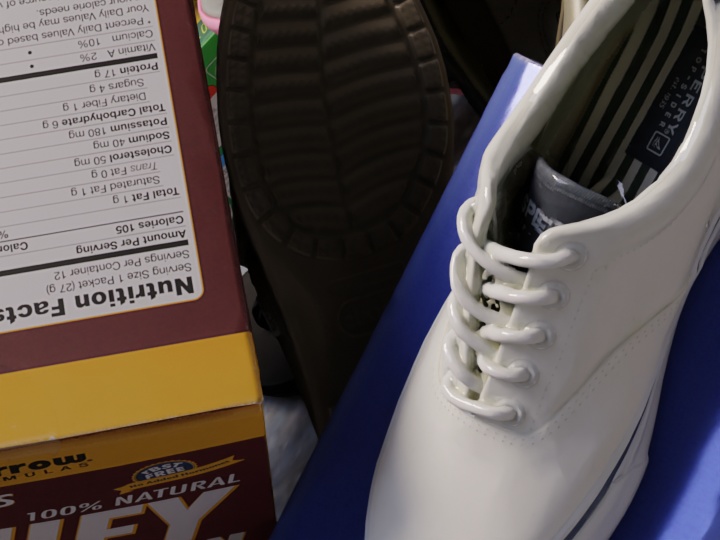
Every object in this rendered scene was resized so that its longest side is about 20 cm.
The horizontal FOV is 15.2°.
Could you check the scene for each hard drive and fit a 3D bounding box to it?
[{"bbox_3d":[0.050,0.055,0.736,0.132,0.025,0.200,29,93,34],"label":"hard drive"}]

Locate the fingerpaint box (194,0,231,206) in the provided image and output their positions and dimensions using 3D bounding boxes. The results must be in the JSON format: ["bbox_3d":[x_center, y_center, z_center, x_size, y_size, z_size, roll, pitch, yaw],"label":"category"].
[{"bbox_3d":[-0.022,-0.144,1.101,0.200,0.073,0.167,-45,30,22],"label":"fingerpaint box"}]

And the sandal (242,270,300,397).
[{"bbox_3d":[0.000,0.000,0.941,0.200,0.045,0.075,-10,53,55],"label":"sandal"}]

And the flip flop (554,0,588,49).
[{"bbox_3d":[0.086,-0.107,0.794,0.058,0.081,0.201,135,134,-65],"label":"flip flop"}]

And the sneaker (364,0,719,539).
[{"bbox_3d":[0.046,0.003,0.692,0.073,0.071,0.200,25,91,34],"label":"sneaker"}]

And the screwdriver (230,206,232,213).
[{"bbox_3d":[-0.064,0.052,1.004,0.029,0.028,0.200,112,169,-58],"label":"screwdriver"}]

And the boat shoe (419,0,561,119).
[{"bbox_3d":[0.036,-0.118,0.846,0.073,0.200,0.065,-31,3,31],"label":"boat shoe"}]

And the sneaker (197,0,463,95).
[{"bbox_3d":[0.048,-0.104,0.944,0.200,0.095,0.079,-17,41,16],"label":"sneaker"}]

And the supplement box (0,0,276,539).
[{"bbox_3d":[-0.104,-0.010,0.800,0.197,0.132,0.201,89,171,-69],"label":"supplement box"}]

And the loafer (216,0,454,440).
[{"bbox_3d":[-0.005,-0.008,0.846,0.068,0.075,0.201,164,95,-78],"label":"loafer"}]
